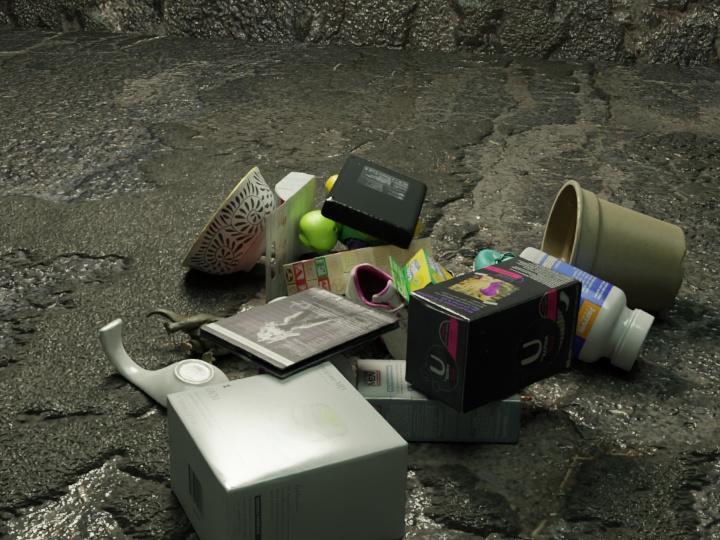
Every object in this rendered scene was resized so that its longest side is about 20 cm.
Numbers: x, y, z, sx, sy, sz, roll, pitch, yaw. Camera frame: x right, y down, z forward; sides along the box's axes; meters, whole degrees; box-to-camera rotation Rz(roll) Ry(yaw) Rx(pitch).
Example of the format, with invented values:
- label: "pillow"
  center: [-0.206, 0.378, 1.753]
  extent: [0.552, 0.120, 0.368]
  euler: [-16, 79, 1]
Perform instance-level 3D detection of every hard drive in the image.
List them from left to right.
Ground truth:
- label: "hard drive"
  center: [0.025, -0.108, 1.592]
  extent: [0.138, 0.033, 0.200]
  euler: [22, 26, 0]

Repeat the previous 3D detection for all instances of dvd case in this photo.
- label: "dvd case"
  center: [-0.071, 0.070, 1.260]
  extent: [0.148, 0.016, 0.199]
  euler: [21, 27, 39]

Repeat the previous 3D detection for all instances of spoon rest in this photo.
- label: "spoon rest"
  center: [-0.255, 0.134, 1.364]
  extent: [0.199, 0.061, 0.099]
  euler: [27, 33, 21]

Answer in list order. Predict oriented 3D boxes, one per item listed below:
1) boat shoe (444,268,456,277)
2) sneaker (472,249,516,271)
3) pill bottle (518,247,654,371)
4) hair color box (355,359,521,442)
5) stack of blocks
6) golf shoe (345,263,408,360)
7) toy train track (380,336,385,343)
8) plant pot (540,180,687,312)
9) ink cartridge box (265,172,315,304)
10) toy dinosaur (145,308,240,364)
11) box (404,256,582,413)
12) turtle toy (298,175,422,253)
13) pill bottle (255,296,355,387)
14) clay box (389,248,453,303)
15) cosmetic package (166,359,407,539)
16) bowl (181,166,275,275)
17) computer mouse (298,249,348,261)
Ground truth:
- label: "boat shoe"
  center: [0.112, 0.057, 1.530]
  extent: [0.074, 0.063, 0.200]
  euler: [6, 25, 8]
- label: "sneaker"
  center: [0.228, 0.008, 1.623]
  extent: [0.077, 0.081, 0.200]
  euler: [-4, 23, -10]
- label: "pill bottle"
  center: [0.297, 0.058, 1.442]
  extent: [0.199, 0.113, 0.112]
  euler: [26, 30, 16]
- label: "hair color box"
  center: [0.093, 0.160, 1.292]
  extent: [0.197, 0.061, 0.099]
  euler: [2, 23, 0]
- label: "stack of blocks"
  center: [0.000, 0.000, 1.555]
  extent: [0.198, 0.059, 0.115]
  euler: [-11, -1, -36]
- label: "golf shoe"
  center: [0.053, 0.067, 1.405]
  extent: [0.200, 0.092, 0.075]
  euler: [39, 75, 18]
- label: "toy train track"
  center: [0.000, 0.072, 1.528]
  extent: [0.199, 0.033, 0.114]
  euler: [10, 30, 40]
- label: "plant pot"
  center: [0.384, -0.020, 1.585]
  extent: [0.181, 0.203, 0.201]
  euler: [11, 23, -4]
- label: "ink cartridge box"
  center: [-0.125, -0.047, 1.634]
  extent: [0.047, 0.162, 0.200]
  euler: [10, 25, 17]
- label: "toy dinosaur"
  center: [-0.208, 0.088, 1.457]
  extent: [0.198, 0.078, 0.102]
  euler: [-3, 1, 27]
- label: "box"
  center: [0.161, 0.073, 1.264]
  extent: [0.199, 0.124, 0.106]
  euler: [-17, 28, -36]
- label: "turtle toy"
  center: [-0.008, -0.074, 1.657]
  extent: [0.198, 0.102, 0.146]
  euler: [0, 34, -37]
- label: "pill bottle"
  center: [-0.080, 0.110, 1.337]
  extent: [0.111, 0.114, 0.200]
  euler: [-5, 23, -13]
- label: "clay box"
  center: [0.124, 0.051, 1.412]
  extent: [0.200, 0.048, 0.115]
  euler: [42, 15, -18]
- label: "cosmetic package"
  center: [-0.081, 0.205, 1.106]
  extent: [0.198, 0.124, 0.199]
  euler: [-9, 25, -25]
- label: "bowl"
  center: [-0.192, -0.059, 1.691]
  extent: [0.094, 0.201, 0.201]
  euler: [37, 27, -3]
- label: "computer mouse"
  center: [0.004, 0.004, 1.676]
  extent: [0.199, 0.047, 0.140]
  euler: [-9, 23, -44]
